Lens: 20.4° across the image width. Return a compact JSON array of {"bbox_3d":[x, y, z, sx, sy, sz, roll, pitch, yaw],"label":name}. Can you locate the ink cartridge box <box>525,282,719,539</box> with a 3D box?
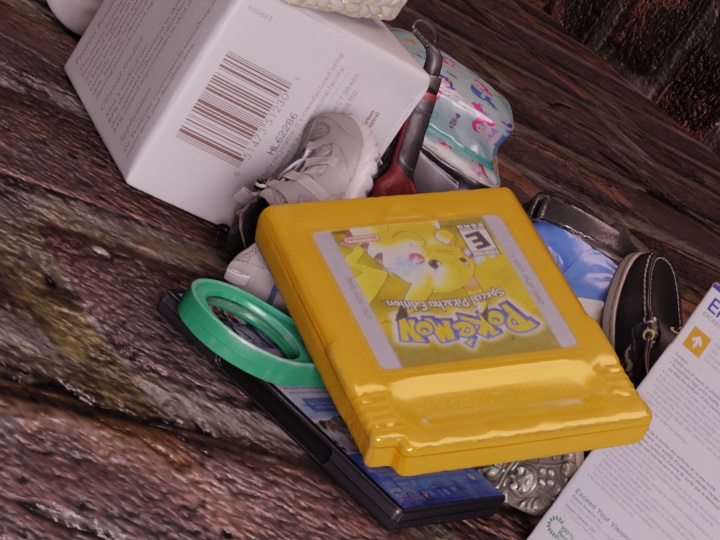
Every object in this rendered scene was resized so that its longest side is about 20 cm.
[{"bbox_3d":[0.218,0.145,1.131,0.196,0.200,0.043,44,17,31],"label":"ink cartridge box"}]

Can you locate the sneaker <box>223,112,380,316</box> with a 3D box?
[{"bbox_3d":[-0.039,-0.047,1.279,0.082,0.075,0.200,21,33,-10],"label":"sneaker"}]

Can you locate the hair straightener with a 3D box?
[{"bbox_3d":[0.023,-0.088,1.467,0.041,0.201,0.077,9,16,-9],"label":"hair straightener"}]

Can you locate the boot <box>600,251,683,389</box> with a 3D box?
[{"bbox_3d":[0.233,0.064,1.287,0.073,0.153,0.205,38,46,-38],"label":"boot"}]

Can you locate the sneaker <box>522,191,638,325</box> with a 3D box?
[{"bbox_3d":[0.097,-0.003,1.408,0.199,0.112,0.077,7,-33,9],"label":"sneaker"}]

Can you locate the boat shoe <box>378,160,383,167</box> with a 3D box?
[{"bbox_3d":[0.022,-0.034,1.539,0.200,0.072,0.059,48,13,30],"label":"boat shoe"}]

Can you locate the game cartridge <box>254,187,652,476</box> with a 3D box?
[{"bbox_3d":[0.051,0.030,1.165,0.175,0.033,0.200,-6,43,-25],"label":"game cartridge"}]

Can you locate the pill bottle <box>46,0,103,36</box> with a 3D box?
[{"bbox_3d":[-0.169,-0.244,1.683,0.119,0.120,0.200,39,14,18],"label":"pill bottle"}]

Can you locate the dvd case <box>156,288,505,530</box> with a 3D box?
[{"bbox_3d":[-0.016,0.079,1.182,0.200,0.018,0.142,42,17,24],"label":"dvd case"}]

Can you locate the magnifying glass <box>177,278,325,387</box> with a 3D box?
[{"bbox_3d":[-0.022,0.052,1.176,0.199,0.022,0.080,25,17,-37],"label":"magnifying glass"}]

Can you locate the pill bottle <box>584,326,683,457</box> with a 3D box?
[{"bbox_3d":[0.196,0.086,1.441,0.116,0.116,0.200,22,21,-41],"label":"pill bottle"}]

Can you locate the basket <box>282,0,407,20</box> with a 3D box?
[{"bbox_3d":[-0.021,-0.253,1.358,0.135,0.124,0.200,38,17,16],"label":"basket"}]

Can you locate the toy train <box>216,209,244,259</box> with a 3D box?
[{"bbox_3d":[0.000,0.000,1.336,0.199,0.034,0.046,18,34,7],"label":"toy train"}]

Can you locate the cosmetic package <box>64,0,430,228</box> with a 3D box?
[{"bbox_3d":[-0.086,-0.142,1.440,0.166,0.168,0.200,24,18,-32],"label":"cosmetic package"}]

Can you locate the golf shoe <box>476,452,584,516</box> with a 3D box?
[{"bbox_3d":[0.120,0.105,1.303,0.097,0.078,0.200,35,14,-24],"label":"golf shoe"}]

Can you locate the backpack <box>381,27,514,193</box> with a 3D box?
[{"bbox_3d":[0.040,-0.115,1.704,0.177,0.151,0.200,32,9,-3],"label":"backpack"}]
